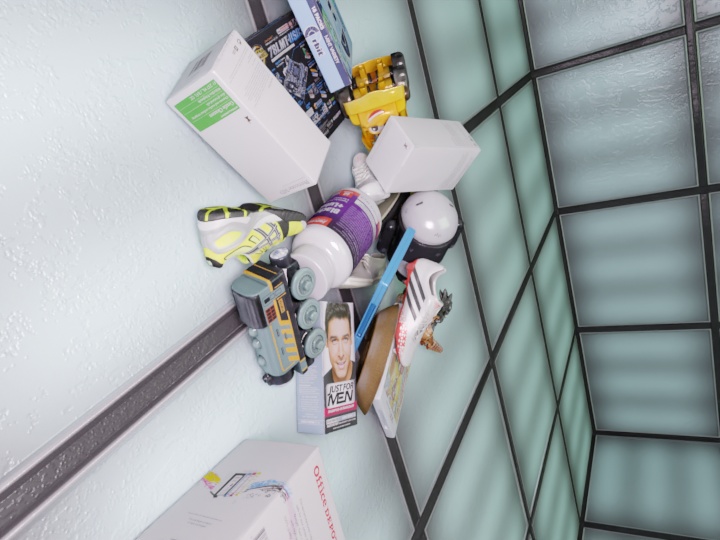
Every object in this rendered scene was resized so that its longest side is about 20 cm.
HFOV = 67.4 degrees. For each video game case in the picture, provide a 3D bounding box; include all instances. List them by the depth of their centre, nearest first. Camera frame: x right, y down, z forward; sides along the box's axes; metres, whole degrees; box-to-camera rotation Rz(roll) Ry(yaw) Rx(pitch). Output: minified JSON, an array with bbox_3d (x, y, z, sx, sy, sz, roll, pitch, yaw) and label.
[{"bbox_3d":[0.036,0.038,0.942,0.145,0.017,0.203,-61,176,-43],"label":"video game case"},{"bbox_3d":[0.069,0.203,1.085,0.185,0.022,0.205,72,29,-51],"label":"video game case"}]

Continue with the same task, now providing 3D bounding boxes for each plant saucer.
[{"bbox_3d":[0.022,0.153,0.972,0.200,0.034,0.207,-161,-91,-89],"label":"plant saucer"}]

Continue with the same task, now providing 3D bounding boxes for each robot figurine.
[{"bbox_3d":[0.120,-0.067,1.089,0.150,0.123,0.203,-44,163,-38],"label":"robot figurine"}]

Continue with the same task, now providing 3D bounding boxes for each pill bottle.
[{"bbox_3d":[-0.047,-0.044,0.897,0.201,0.108,0.114,-55,129,-47],"label":"pill bottle"}]

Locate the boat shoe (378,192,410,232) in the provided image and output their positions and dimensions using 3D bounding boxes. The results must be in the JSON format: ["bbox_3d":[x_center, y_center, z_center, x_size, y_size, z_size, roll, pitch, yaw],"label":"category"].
[{"bbox_3d":[0.066,-0.133,1.132,0.064,0.072,0.203,58,35,-22],"label":"boat shoe"}]

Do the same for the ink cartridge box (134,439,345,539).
[{"bbox_3d":[-0.136,0.331,0.659,0.199,0.140,0.153,-34,114,-55],"label":"ink cartridge box"}]

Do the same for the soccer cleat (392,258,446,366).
[{"bbox_3d":[0.112,0.080,1.016,0.068,0.083,0.208,21,77,-59],"label":"soccer cleat"}]

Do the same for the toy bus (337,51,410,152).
[{"bbox_3d":[0.040,-0.292,1.036,0.203,0.131,0.197,-89,165,-56],"label":"toy bus"}]

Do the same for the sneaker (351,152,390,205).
[{"bbox_3d":[0.009,-0.173,1.037,0.102,0.076,0.200,61,13,-10],"label":"sneaker"}]

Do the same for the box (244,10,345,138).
[{"bbox_3d":[-0.114,-0.297,0.885,0.202,0.048,0.202,63,36,-28],"label":"box"}]

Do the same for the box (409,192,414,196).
[{"bbox_3d":[0.130,-0.119,1.177,0.076,0.048,0.205,-60,163,-45],"label":"box"}]

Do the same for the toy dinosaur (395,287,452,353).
[{"bbox_3d":[0.140,0.111,1.228,0.137,0.100,0.203,-54,149,-29],"label":"toy dinosaur"}]

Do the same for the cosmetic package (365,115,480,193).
[{"bbox_3d":[0.118,-0.213,1.000,0.195,0.108,0.086,-8,56,-42],"label":"cosmetic package"}]

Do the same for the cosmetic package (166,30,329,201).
[{"bbox_3d":[-0.144,-0.200,0.733,0.200,0.105,0.087,44,48,-35],"label":"cosmetic package"}]

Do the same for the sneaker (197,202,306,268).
[{"bbox_3d":[-0.154,-0.053,0.776,0.197,0.073,0.080,-12,110,-52],"label":"sneaker"}]

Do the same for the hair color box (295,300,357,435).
[{"bbox_3d":[-0.057,0.157,0.898,0.098,0.059,0.209,7,78,-58],"label":"hair color box"}]

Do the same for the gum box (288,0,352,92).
[{"bbox_3d":[-0.066,-0.430,0.926,0.204,0.043,0.172,-91,158,-50],"label":"gum box"}]

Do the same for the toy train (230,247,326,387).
[{"bbox_3d":[-0.116,0.072,0.780,0.113,0.083,0.206,-36,131,-37],"label":"toy train"}]

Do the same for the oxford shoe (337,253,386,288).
[{"bbox_3d":[0.000,0.000,1.004,0.199,0.073,0.060,-17,105,-65],"label":"oxford shoe"}]
